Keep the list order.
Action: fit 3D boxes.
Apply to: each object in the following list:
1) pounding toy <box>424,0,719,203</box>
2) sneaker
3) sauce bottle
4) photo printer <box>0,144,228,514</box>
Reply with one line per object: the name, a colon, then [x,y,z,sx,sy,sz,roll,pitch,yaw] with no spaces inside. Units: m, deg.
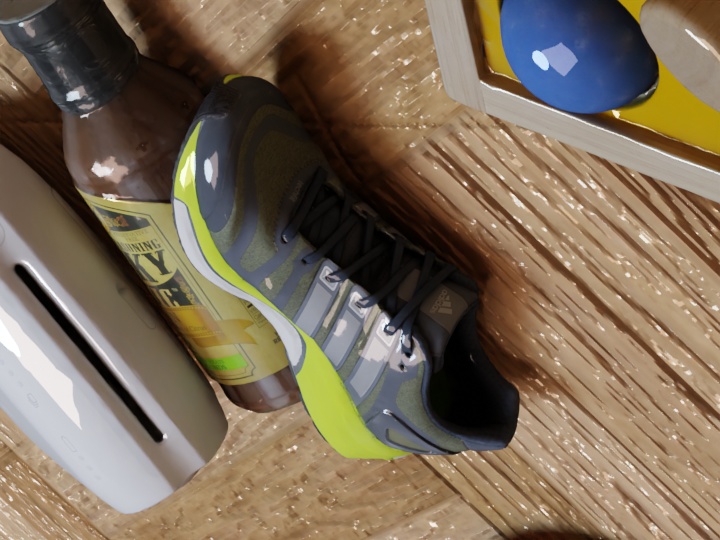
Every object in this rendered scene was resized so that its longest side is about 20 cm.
pounding toy: [0.104,-0.094,0.751,0.199,0.142,0.184,23,149,29]
sneaker: [0.000,0.000,1.112,0.081,0.074,0.200,4,144,39]
sauce bottle: [-0.074,-0.034,1.148,0.065,0.065,0.200,3,134,49]
photo printer: [-0.136,0.020,1.230,0.167,0.069,0.200,52,170,-14]
